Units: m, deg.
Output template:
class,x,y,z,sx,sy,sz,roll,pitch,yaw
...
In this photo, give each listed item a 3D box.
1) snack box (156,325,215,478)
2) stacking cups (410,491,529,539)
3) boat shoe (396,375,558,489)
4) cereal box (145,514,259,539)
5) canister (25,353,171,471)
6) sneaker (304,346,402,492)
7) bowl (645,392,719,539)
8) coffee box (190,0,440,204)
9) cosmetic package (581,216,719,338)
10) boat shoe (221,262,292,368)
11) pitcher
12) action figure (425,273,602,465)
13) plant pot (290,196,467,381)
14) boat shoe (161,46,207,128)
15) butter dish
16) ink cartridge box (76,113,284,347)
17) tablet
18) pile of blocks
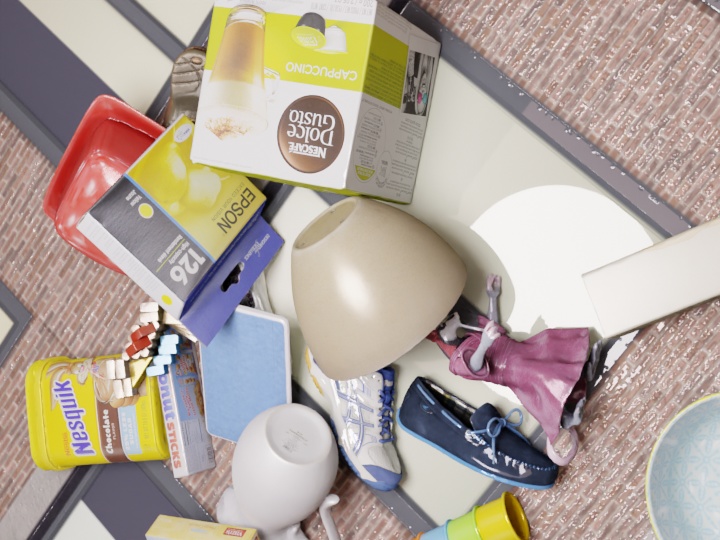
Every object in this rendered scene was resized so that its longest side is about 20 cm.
class,x,y,z,sx,sy,sz,roll,pitch,yaw
snack box,-0.228,0.158,1.273,0.024,0.072,0.204,-13,84,21
stacking cups,0.093,0.315,1.137,0.198,0.060,0.061,-27,79,21
boat shoe,0.130,0.179,1.110,0.197,0.084,0.070,21,102,20
cereal box,-0.170,0.393,1.212,0.141,0.040,0.203,2,119,24
canister,-0.335,0.182,1.313,0.196,0.086,0.152,-8,86,22
sneaker,0.009,0.157,1.168,0.087,0.075,0.203,-30,78,19
bowl,0.388,0.215,0.983,0.196,0.107,0.205,0,90,24
coffee box,-0.047,-0.193,1.130,0.196,0.199,0.202,12,94,23
cosmetic package,0.336,0.000,1.013,0.197,0.103,0.074,-23,79,20
boat shoe,-0.139,0.060,1.237,0.071,0.068,0.204,-12,84,22
pitcher,-0.076,0.260,1.164,0.170,0.122,0.202,30,135,6
action figure,0.162,0.102,1.102,0.196,0.134,0.152,12,117,22
plant pot,0.000,0.000,1.085,0.198,0.201,0.135,-30,110,20
boat shoe,-0.219,-0.189,1.280,0.071,0.068,0.204,12,112,-6
butter dish,-0.291,-0.073,1.219,0.197,0.149,0.201,31,117,-12
ink cartridge box,-0.194,-0.050,1.156,0.200,0.199,0.047,43,138,-11
tablet,-0.141,0.133,1.221,0.128,0.014,0.204,12,119,22
pile of blocks,-0.243,0.073,1.213,0.081,0.062,0.203,27,87,5
